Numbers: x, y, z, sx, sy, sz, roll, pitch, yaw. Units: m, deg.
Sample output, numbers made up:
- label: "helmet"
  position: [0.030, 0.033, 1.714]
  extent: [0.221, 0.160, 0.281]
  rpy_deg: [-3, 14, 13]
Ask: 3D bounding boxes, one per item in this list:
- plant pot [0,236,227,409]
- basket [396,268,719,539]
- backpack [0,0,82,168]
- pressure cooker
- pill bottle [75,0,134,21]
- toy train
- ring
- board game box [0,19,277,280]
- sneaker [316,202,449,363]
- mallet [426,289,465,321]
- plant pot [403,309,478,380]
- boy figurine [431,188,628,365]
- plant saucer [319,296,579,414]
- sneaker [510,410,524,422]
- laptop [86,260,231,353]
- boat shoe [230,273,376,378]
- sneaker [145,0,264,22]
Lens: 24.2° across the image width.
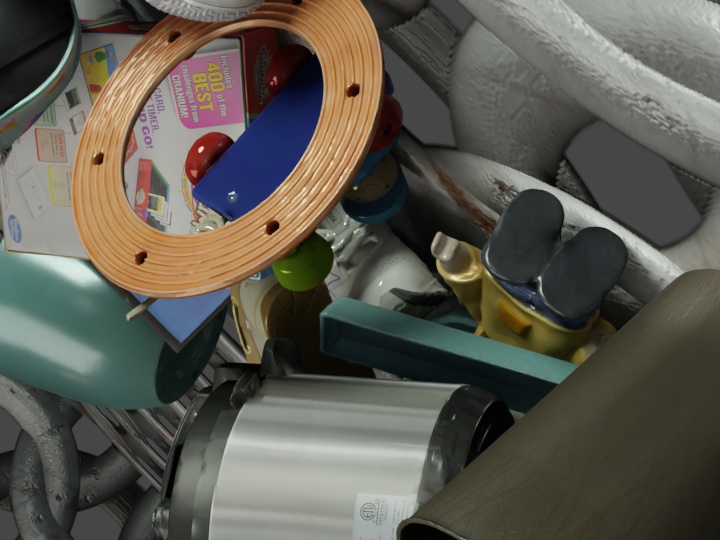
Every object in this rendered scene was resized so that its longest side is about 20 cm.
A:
- label: "plant pot"
  position: [-0.216, 0.032, 1.497]
  extent: [0.161, 0.201, 0.201]
  rpy_deg: [24, 157, 17]
- label: "basket"
  position: [0.137, 0.106, 0.806]
  extent: [0.136, 0.200, 0.180]
  rpy_deg: [19, 149, 48]
- label: "backpack"
  position: [-0.263, -0.135, 0.985]
  extent: [0.176, 0.200, 0.153]
  rpy_deg: [53, 180, 1]
- label: "pressure cooker"
  position: [-0.020, 0.141, 0.936]
  extent: [0.199, 0.176, 0.179]
  rpy_deg: [2, 132, 19]
- label: "pill bottle"
  position: [-0.138, -0.091, 1.148]
  extent: [0.200, 0.114, 0.114]
  rpy_deg: [42, 163, 10]
- label: "toy train"
  position: [-0.051, -0.024, 0.962]
  extent: [0.085, 0.200, 0.116]
  rpy_deg: [32, 164, 29]
- label: "ring"
  position: [-0.072, -0.074, 0.902]
  extent: [0.200, 0.201, 0.019]
  rpy_deg: [30, 171, 41]
- label: "board game box"
  position: [-0.143, -0.080, 1.062]
  extent: [0.200, 0.040, 0.153]
  rpy_deg: [7, 110, 27]
- label: "sneaker"
  position: [0.000, 0.000, 1.056]
  extent: [0.087, 0.074, 0.200]
  rpy_deg: [57, 178, -8]
- label: "mallet"
  position: [0.036, 0.026, 1.164]
  extent: [0.041, 0.066, 0.200]
  rpy_deg: [46, 148, -9]
- label: "plant pot"
  position: [0.063, 0.166, 1.137]
  extent: [0.200, 0.196, 0.200]
  rpy_deg: [40, 163, 15]
- label: "boy figurine"
  position: [0.091, 0.021, 0.961]
  extent: [0.124, 0.064, 0.200]
  rpy_deg: [33, 159, 7]
- label: "plant saucer"
  position: [0.075, 0.057, 0.938]
  extent: [0.199, 0.019, 0.070]
  rpy_deg: [17, 160, 5]
- label: "sneaker"
  position: [0.108, 0.134, 1.020]
  extent: [0.199, 0.082, 0.074]
  rpy_deg: [17, 166, 0]
- label: "laptop"
  position: [-0.156, -0.045, 1.316]
  extent: [0.177, 0.103, 0.200]
  rpy_deg: [45, 163, -2]
- label: "boat shoe"
  position: [-0.040, 0.062, 1.171]
  extent: [0.066, 0.074, 0.200]
  rpy_deg: [39, 154, 39]
- label: "sneaker"
  position: [-0.137, -0.209, 0.871]
  extent: [0.199, 0.075, 0.115]
  rpy_deg: [19, 137, 8]
